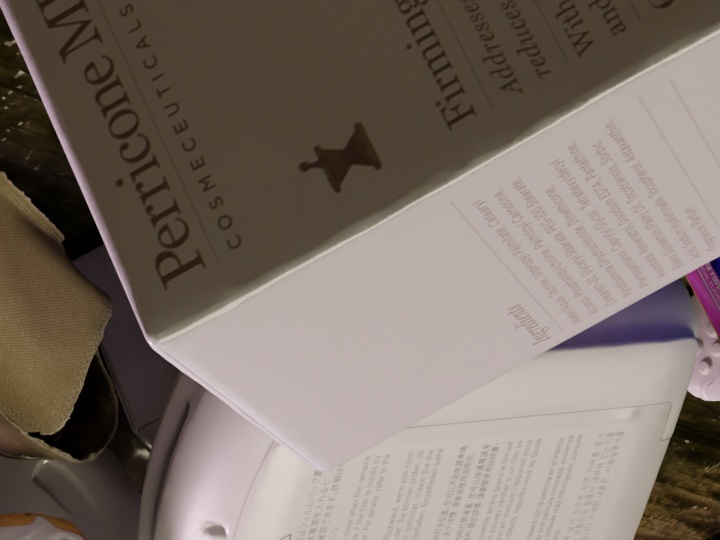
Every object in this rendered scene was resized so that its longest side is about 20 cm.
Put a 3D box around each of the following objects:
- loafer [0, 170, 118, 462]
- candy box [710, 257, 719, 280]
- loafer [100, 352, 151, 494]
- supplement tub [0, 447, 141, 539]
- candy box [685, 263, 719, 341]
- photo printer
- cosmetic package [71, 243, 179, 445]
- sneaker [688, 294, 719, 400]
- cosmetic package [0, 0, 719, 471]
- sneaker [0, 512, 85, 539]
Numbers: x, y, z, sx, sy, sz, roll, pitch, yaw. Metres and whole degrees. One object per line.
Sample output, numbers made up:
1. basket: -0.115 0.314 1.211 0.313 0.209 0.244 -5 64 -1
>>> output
1. loafer: -0.126 0.014 1.029 0.067 0.076 0.200 16 162 11
2. candy box: 0.160 -0.068 1.009 0.077 0.201 0.169 -18 155 -16
3. loafer: -0.104 0.096 1.243 0.071 0.073 0.200 -24 156 -7
4. supplement tub: -0.173 0.149 1.184 0.144 0.146 0.200 -13 160 -25
5. candy box: 0.216 -0.032 1.219 0.199 0.137 0.061 -4 148 -38
6. photo printer: 0.014 0.072 1.081 0.199 0.070 0.167 -5 129 -25
7. cosmetic package: 0.000 0.000 1.136 0.199 0.085 0.108 -27 156 6
8. sneaker: 0.245 0.005 1.411 0.199 0.077 0.080 -32 165 17
9. cosmetic package: 0.016 -0.068 0.910 0.199 0.168 0.166 -29 157 7
10. sneaker: -0.157 0.133 0.997 0.199 0.089 0.075 3 144 -46
